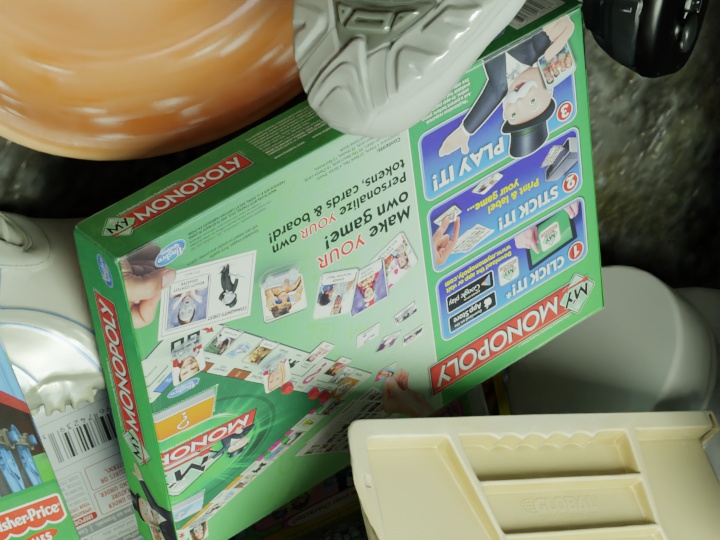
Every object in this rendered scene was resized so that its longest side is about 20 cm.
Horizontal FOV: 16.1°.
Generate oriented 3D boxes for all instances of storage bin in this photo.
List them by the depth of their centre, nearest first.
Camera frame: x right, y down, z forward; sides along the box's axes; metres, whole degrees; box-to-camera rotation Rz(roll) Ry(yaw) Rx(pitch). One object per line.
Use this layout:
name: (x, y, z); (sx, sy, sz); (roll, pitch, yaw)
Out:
storage bin: (0.019, 0.144, 0.919); (0.198, 0.094, 0.200); (2, 144, -42)

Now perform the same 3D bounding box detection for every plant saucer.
plant saucer: (-0.067, -0.131, 0.822); (0.200, 0.037, 0.200); (-17, 128, -23)

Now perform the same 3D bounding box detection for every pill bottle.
pill bottle: (0.150, 0.075, 1.054); (0.111, 0.111, 0.200); (-51, 133, 7)

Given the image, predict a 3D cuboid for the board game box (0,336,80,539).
board game box: (-0.189, 0.017, 0.751); (0.151, 0.200, 0.037); (-19, 168, -22)

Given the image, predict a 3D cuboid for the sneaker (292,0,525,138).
sneaker: (0.053, -0.119, 0.835); (0.200, 0.078, 0.099); (-58, 148, -11)

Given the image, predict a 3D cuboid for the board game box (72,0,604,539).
board game box: (0.000, 0.000, 0.881); (0.200, 0.029, 0.135); (-30, 132, -27)

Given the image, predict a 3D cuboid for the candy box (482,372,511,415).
candy box: (0.007, 0.052, 1.003); (0.102, 0.026, 0.200); (-25, 130, -12)

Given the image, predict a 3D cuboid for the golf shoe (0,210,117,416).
golf shoe: (-0.139, 0.001, 0.843); (0.200, 0.078, 0.097); (-17, 122, -25)

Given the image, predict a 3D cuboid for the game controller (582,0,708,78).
game controller: (0.117, -0.162, 0.822); (0.104, 0.042, 0.200); (-11, 116, -66)

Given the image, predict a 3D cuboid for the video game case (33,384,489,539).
video game case: (-0.044, 0.086, 0.968); (0.200, 0.022, 0.182); (-24, 130, -10)
